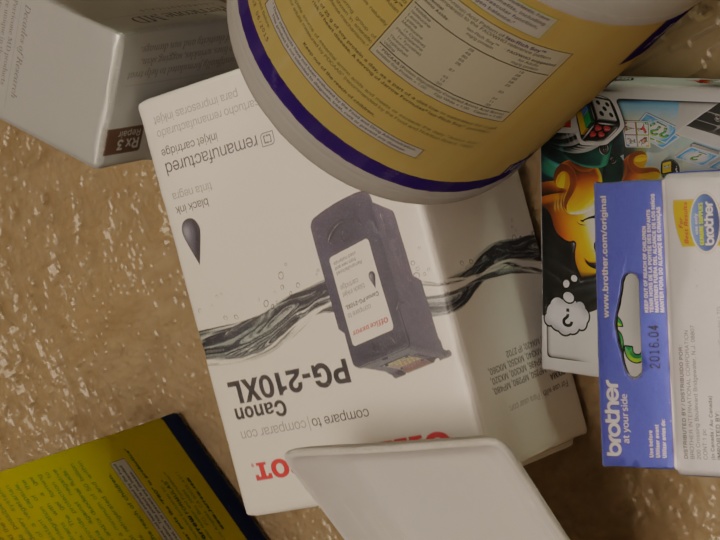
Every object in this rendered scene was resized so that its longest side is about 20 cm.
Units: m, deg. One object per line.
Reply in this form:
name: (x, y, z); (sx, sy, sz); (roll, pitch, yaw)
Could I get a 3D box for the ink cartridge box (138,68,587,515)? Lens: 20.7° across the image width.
ink cartridge box: (0.000, 0.000, 0.887); (0.144, 0.084, 0.201); (-14, 92, 38)

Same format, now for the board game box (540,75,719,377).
board game box: (0.165, -0.012, 0.794); (0.199, 0.035, 0.127); (6, 103, 36)

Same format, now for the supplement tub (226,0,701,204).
supplement tub: (0.051, -0.129, 0.724); (0.146, 0.145, 0.200); (60, 142, 11)

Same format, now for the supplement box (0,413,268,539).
supplement box: (-0.152, 0.164, 0.962); (0.110, 0.200, 0.109); (52, 125, 16)

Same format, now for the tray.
tray: (0.058, 0.132, 0.850); (0.107, 0.022, 0.200); (-7, 133, 32)

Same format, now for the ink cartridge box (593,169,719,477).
ink cartridge box: (0.183, 0.019, 0.736); (0.199, 0.042, 0.120); (-2, 93, 34)

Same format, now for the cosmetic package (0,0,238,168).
cosmetic package: (-0.160, -0.123, 0.972); (0.200, 0.102, 0.074); (25, 115, 29)
